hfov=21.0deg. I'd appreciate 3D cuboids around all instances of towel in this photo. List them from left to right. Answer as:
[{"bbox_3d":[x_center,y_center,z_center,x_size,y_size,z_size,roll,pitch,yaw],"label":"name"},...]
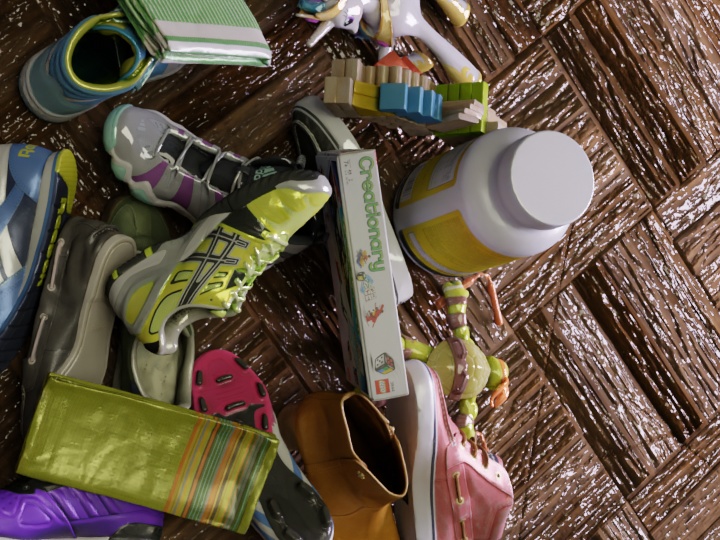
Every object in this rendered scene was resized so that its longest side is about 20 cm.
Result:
[{"bbox_3d":[-0.167,0.146,1.546,0.200,0.018,0.086,18,90,-22],"label":"towel"},{"bbox_3d":[-0.164,-0.245,1.585,0.153,0.023,0.200,-6,56,-55],"label":"towel"}]

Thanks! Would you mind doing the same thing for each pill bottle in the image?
[{"bbox_3d":[0.117,-0.061,1.684,0.112,0.200,0.112,4,80,-24],"label":"pill bottle"}]

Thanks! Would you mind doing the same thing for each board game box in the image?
[{"bbox_3d":[0.000,0.000,1.602,0.035,0.126,0.200,-9,96,-9],"label":"board game box"}]

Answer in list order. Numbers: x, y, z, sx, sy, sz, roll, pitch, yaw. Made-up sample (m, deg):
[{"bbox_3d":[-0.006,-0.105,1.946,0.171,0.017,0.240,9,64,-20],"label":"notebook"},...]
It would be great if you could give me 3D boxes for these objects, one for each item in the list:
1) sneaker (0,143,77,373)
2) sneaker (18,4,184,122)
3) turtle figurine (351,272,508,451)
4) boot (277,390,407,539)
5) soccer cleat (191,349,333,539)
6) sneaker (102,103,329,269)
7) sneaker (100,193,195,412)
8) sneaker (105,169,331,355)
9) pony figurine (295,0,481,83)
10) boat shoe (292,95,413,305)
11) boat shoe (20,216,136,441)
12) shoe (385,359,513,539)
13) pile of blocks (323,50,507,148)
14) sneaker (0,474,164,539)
[{"bbox_3d":[-0.290,-0.009,1.554,0.082,0.074,0.200,17,87,4],"label":"sneaker"},{"bbox_3d":[-0.175,-0.191,1.593,0.200,0.131,0.080,-38,102,-25],"label":"sneaker"},{"bbox_3d":[0.071,0.099,1.727,0.161,0.064,0.200,2,85,-26],"label":"turtle figurine"},{"bbox_3d":[0.005,0.193,1.641,0.071,0.144,0.201,-32,100,-24],"label":"boot"},{"bbox_3d":[-0.092,0.164,1.644,0.070,0.086,0.200,-23,72,-23],"label":"soccer cleat"},{"bbox_3d":[-0.104,-0.080,1.594,0.200,0.140,0.078,40,53,-33],"label":"sneaker"},{"bbox_3d":[-0.167,0.033,1.598,0.067,0.090,0.200,-1,86,-29],"label":"sneaker"},{"bbox_3d":[-0.101,-0.007,1.524,0.200,0.075,0.076,-34,70,12],"label":"sneaker"},{"bbox_3d":[0.040,-0.263,1.709,0.200,0.167,0.193,19,88,-40],"label":"pony figurine"},{"bbox_3d":[-0.021,-0.053,1.690,0.064,0.071,0.200,-26,95,-22],"label":"boat shoe"},{"bbox_3d":[-0.238,0.052,1.572,0.067,0.057,0.200,0,114,-61],"label":"boat shoe"},{"bbox_3d":[0.078,0.158,1.679,0.091,0.071,0.200,-12,119,-17],"label":"shoe"},{"bbox_3d":[0.055,-0.155,1.679,0.200,0.082,0.062,11,76,-39],"label":"pile of blocks"},{"bbox_3d":[-0.246,0.178,1.560,0.200,0.070,0.100,11,83,-34],"label":"sneaker"}]
